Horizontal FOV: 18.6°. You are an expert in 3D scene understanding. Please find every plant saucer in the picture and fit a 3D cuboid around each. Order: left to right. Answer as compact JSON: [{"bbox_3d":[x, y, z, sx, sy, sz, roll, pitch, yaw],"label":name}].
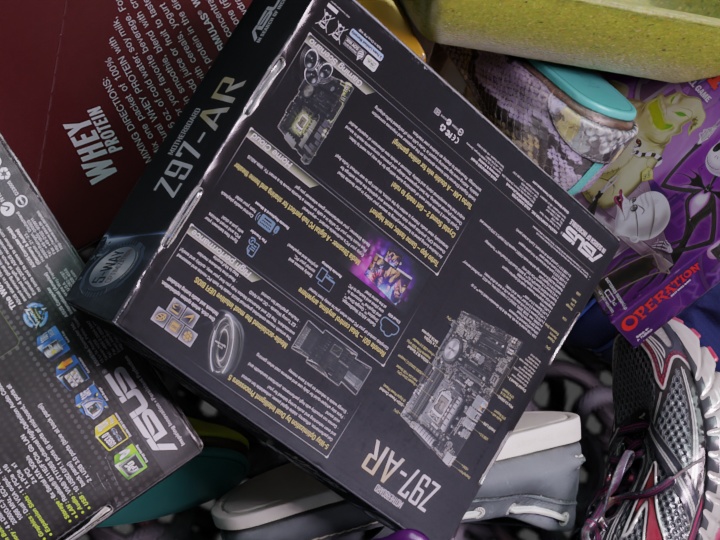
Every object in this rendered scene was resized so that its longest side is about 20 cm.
[{"bbox_3d":[0.071,-0.150,0.993,0.198,0.048,0.200,6,33,-30],"label":"plant saucer"}]

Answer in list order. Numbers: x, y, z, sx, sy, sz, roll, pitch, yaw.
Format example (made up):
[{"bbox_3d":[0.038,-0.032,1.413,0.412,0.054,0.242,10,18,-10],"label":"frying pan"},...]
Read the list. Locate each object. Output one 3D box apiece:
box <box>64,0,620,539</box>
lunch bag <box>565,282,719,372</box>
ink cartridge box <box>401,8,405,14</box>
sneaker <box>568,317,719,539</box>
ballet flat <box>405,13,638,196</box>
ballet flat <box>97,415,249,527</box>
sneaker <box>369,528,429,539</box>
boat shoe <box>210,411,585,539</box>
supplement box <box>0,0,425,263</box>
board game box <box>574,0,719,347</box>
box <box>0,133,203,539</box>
[{"bbox_3d":[0.000,0.000,0.905,0.200,0.043,0.161,37,79,-34],"label":"box"},{"bbox_3d":[0.174,-0.032,1.095,0.131,0.200,0.137,17,60,-10],"label":"lunch bag"},{"bbox_3d":[-0.051,-0.125,1.083,0.145,0.048,0.201,38,91,4],"label":"ink cartridge box"},{"bbox_3d":[0.132,0.118,1.030,0.074,0.081,0.202,7,75,-17],"label":"sneaker"},{"bbox_3d":[0.057,-0.099,1.027,0.071,0.073,0.201,-5,39,-27],"label":"ballet flat"},{"bbox_3d":[-0.144,0.083,0.964,0.199,0.067,0.067,-13,59,-29],"label":"ballet flat"},{"bbox_3d":[-0.055,0.139,0.865,0.199,0.088,0.075,-12,65,-30],"label":"sneaker"},{"bbox_3d":[0.024,0.112,1.015,0.199,0.073,0.062,-11,99,-34],"label":"boat shoe"},{"bbox_3d":[-0.103,-0.121,0.994,0.199,0.133,0.198,-29,85,-2],"label":"supplement box"},{"bbox_3d":[0.127,-0.069,1.019,0.032,0.120,0.201,47,10,-43],"label":"board game box"},{"bbox_3d":[-0.195,0.044,0.882,0.192,0.048,0.201,-35,93,-8],"label":"box"}]
